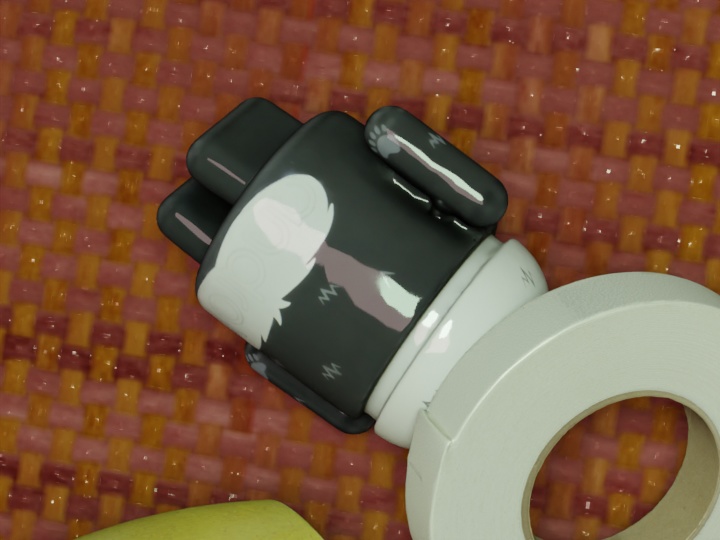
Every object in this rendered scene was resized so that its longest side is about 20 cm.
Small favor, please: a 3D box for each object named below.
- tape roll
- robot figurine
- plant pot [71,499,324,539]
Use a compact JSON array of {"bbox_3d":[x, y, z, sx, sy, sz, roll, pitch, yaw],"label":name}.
[{"bbox_3d":[0.119,0.097,1.185,0.202,0.037,0.203,-10,119,-18],"label":"tape roll"},{"bbox_3d":[0.000,0.000,1.217,0.200,0.150,0.125,36,77,7],"label":"robot figurine"},{"bbox_3d":[-0.070,0.195,1.212,0.142,0.200,0.200,-35,86,-17],"label":"plant pot"}]
